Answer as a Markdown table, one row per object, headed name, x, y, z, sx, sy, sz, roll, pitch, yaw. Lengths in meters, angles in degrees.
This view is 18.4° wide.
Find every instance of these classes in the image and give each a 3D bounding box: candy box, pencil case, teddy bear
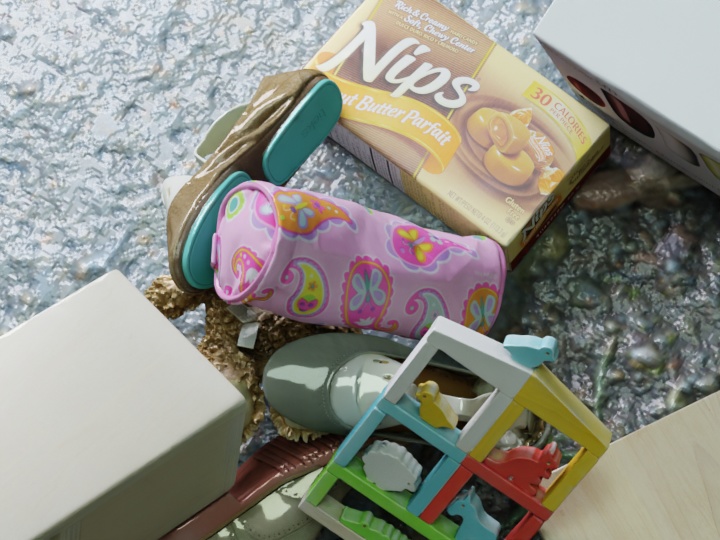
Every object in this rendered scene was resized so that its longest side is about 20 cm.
| name | x | y | z | sx | sy | sz | roll | pitch | yaw |
| --- | --- | --- | --- | --- | --- | --- | --- | --- | --- |
| candy box | 0.063 | -0.106 | 1.554 | 0.200 | 0.055 | 0.115 | 38 | 78 | 18 |
| pencil case | 0.000 | 0.000 | 1.450 | 0.200 | 0.087 | 0.088 | 13 | 64 | -36 |
| teddy bear | -0.069 | 0.033 | 1.497 | 0.145 | 0.067 | 0.200 | -18 | 59 | -13 |

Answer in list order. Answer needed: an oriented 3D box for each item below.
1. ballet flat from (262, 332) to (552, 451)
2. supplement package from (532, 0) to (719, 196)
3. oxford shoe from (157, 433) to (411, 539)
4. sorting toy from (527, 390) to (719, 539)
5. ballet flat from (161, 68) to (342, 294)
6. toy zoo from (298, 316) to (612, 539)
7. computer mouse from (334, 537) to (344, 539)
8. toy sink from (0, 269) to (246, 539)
| name | x | y | z | sx | sy | sz | roll | pitch | yaw |
| --- | --- | --- | --- | --- | --- | --- | --- | --- | --- |
| ballet flat | 0.036 | 0.081 | 1.433 | 0.200 | 0.064 | 0.067 | 12 | 84 | -26 |
| supplement package | 0.243 | -0.142 | 1.456 | 0.191 | 0.200 | 0.147 | 34 | 91 | 18 |
| oxford shoe | -0.046 | 0.155 | 1.474 | 0.200 | 0.071 | 0.074 | -27 | 105 | -12 |
| sorting toy | 0.235 | 0.191 | 1.416 | 0.199 | 0.070 | 0.200 | -25 | 69 | -3 |
| ballet flat | -0.088 | -0.064 | 1.489 | 0.072 | 0.068 | 0.200 | 12 | 55 | 33 |
| toy zoo | 0.065 | 0.115 | 1.383 | 0.131 | 0.020 | 0.200 | 35 | 121 | -3 |
| computer mouse | -0.034 | 0.264 | 1.437 | 0.059 | 0.034 | 0.200 | 16 | 73 | 11 |
| toy sink | -0.190 | 0.118 | 1.374 | 0.200 | 0.112 | 0.130 | -34 | 64 | -30 |
